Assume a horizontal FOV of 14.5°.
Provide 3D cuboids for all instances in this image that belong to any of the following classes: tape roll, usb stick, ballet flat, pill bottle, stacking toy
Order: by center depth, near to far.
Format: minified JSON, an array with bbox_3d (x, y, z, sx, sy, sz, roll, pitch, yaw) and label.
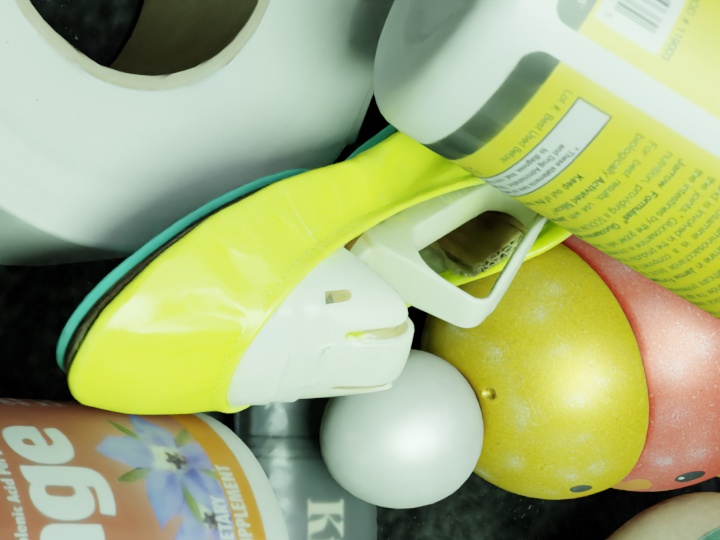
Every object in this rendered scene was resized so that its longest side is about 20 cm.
[{"bbox_3d":[-0.125,0.089,0.763,0.199,0.112,0.113,4,84,-40],"label":"pill bottle"},{"bbox_3d":[0.000,0.000,0.822,0.067,0.067,0.200,38,40,18],"label":"ballet flat"},{"bbox_3d":[0.113,-0.046,0.829,0.199,0.112,0.113,30,68,-15],"label":"pill bottle"},{"bbox_3d":[-0.083,-0.102,0.838,0.202,0.071,0.204,4,84,-40],"label":"tape roll"},{"bbox_3d":[-0.018,0.099,0.903,0.055,0.033,0.201,4,85,-40],"label":"usb stick"},{"bbox_3d":[0.067,0.028,0.919,0.199,0.146,0.147,-21,101,-31],"label":"stacking toy"}]

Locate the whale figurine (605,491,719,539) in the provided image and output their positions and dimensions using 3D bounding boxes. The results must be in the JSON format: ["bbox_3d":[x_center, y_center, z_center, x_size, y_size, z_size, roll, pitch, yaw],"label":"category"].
[{"bbox_3d":[0.143,0.153,0.979,0.200,0.104,0.160,18,102,-49],"label":"whale figurine"}]
